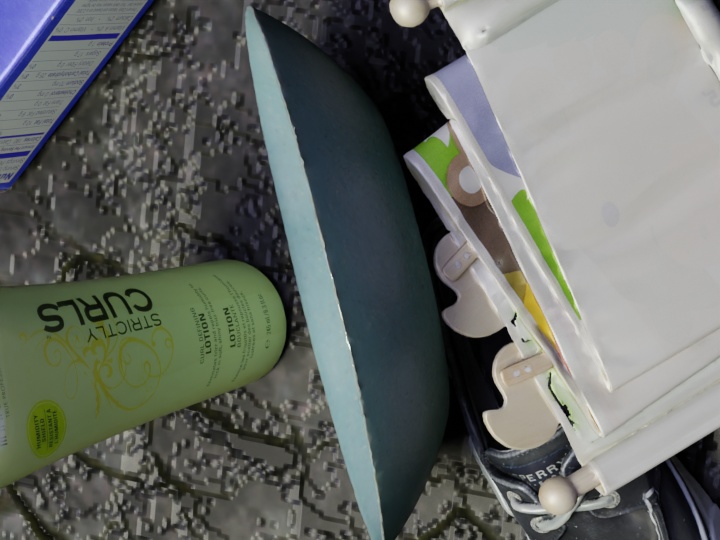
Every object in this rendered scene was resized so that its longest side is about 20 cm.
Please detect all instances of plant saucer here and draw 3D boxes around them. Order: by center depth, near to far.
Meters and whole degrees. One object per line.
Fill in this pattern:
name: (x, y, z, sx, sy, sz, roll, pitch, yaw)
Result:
plant saucer: (0.000, 0.000, 1.036, 0.039, 0.201, 0.202, -13, 89, -4)

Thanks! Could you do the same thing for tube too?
tube: (-0.096, 0.033, 1.062, 0.058, 0.200, 0.052, 42, 113, 18)

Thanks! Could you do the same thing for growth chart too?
growth chart: (0.086, -0.028, 1.007, 0.144, 0.018, 0.200, -21, 98, -13)

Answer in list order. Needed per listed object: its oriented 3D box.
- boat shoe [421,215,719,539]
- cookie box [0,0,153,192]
boat shoe: (0.076, 0.067, 1.052, 0.072, 0.068, 0.200, -23, 84, 27)
cookie box: (-0.154, -0.156, 1.144, 0.171, 0.075, 0.200, 47, 113, 17)
